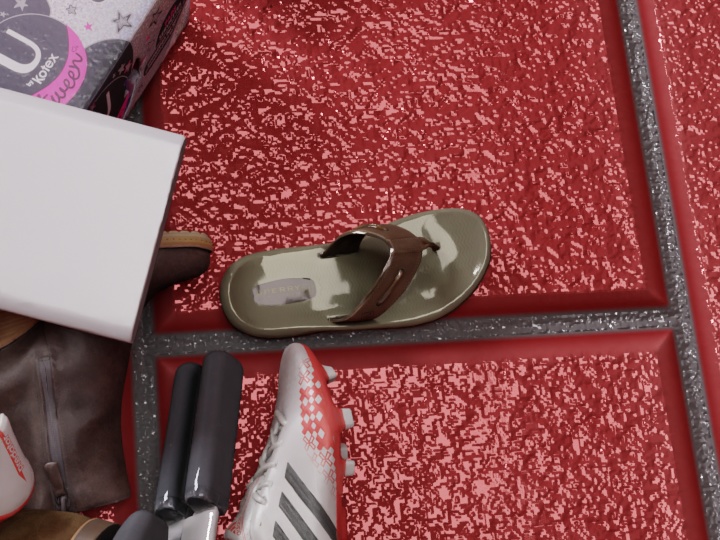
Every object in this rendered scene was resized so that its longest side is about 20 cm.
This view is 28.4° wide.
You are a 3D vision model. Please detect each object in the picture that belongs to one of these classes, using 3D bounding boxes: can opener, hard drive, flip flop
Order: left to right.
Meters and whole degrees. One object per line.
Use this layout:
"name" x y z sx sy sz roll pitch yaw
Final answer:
"hard drive" -0.221 -0.044 0.881 0.198 0.026 0.133 15 83 -2
"can opener" -0.112 0.136 0.899 0.066 0.052 0.201 45 38 -36
"flip flop" 0.000 0.000 0.995 0.198 0.058 0.082 -9 73 -12

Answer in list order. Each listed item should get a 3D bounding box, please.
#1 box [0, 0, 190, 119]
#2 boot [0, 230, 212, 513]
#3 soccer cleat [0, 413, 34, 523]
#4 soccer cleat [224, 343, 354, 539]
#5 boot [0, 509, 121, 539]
"box" -0.216 -0.157 0.983 0.131 0.115 0.201 28 70 1
"boot" -0.176 0.070 0.951 0.198 0.072 0.168 -16 87 -16
"soccer cleat" -0.294 0.107 0.875 0.198 0.086 0.069 10 37 14
"soccer cleat" -0.048 0.147 0.926 0.084 0.069 0.202 -2 76 -14
"boot" -0.220 0.221 0.836 0.075 0.074 0.200 14 42 20
